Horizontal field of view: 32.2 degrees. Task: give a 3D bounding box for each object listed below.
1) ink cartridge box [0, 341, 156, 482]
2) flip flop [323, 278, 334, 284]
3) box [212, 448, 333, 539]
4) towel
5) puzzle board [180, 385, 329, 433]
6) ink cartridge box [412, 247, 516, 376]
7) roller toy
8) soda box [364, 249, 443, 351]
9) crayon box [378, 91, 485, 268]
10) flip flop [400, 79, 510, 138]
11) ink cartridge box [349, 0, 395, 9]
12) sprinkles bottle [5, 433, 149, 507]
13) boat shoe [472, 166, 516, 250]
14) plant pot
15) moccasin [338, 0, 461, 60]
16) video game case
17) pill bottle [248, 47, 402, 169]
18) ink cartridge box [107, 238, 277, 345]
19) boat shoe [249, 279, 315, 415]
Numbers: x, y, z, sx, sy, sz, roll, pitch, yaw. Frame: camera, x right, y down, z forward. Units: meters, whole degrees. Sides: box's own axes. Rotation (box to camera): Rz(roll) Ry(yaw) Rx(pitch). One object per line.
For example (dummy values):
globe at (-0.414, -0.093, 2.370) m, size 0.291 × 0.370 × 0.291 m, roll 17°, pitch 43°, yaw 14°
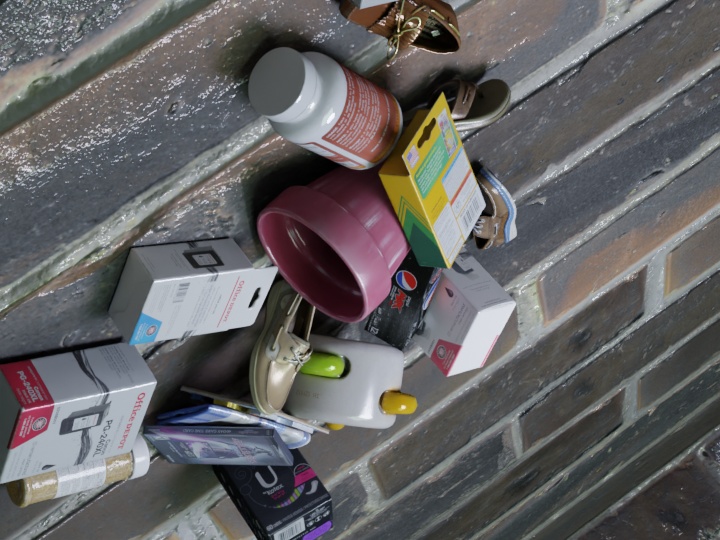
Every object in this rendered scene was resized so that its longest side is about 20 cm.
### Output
ink cartridge box at (-0.387, 0.185, 1.650) m, size 0.200 × 0.083 × 0.145 m, roll -9°, pitch 137°, yaw -40°
flip flop at (0.000, 0.000, 1.828) m, size 0.200 × 0.081 × 0.058 m, roll -22°, pitch 118°, yaw -50°
box at (-0.144, 0.346, 2.015) m, size 0.122 × 0.200 × 0.106 m, roll -28°, pitch 147°, yaw -19°
towel at (-0.192, 0.242, 1.885) m, size 0.200 × 0.024 × 0.147 m, roll 23°, pitch 152°, yaw -38°
puzzle board at (-0.159, 0.216, 1.897) m, size 0.200 × 0.151 × 0.017 m, roll 30°, pitch 73°, yaw -56°
ink cartridge box at (0.125, 0.041, 1.918) m, size 0.085 × 0.200 × 0.146 m, roll -12°, pitch 139°, yaw -37°
roller toy at (-0.028, 0.175, 1.909) m, size 0.200 × 0.182 × 0.140 m, roll 10°, pitch 86°, yaw -23°
soda box at (0.071, 0.022, 1.827) m, size 0.063 × 0.071 × 0.200 m, roll -49°, pitch 164°, yaw -44°
crayon box at (0.091, -0.117, 1.618) m, size 0.126 × 0.052 × 0.200 m, roll -58°, pitch 140°, yaw -33°
flip flop at (0.120, -0.226, 1.696) m, size 0.200 × 0.081 × 0.058 m, roll -19°, pitch 124°, yaw -23°
ink cartridge box at (0.067, -0.393, 1.418) m, size 0.200 × 0.083 × 0.145 m, roll -20°, pitch 144°, yaw -30°
sprinkles bottle at (-0.403, 0.284, 1.787) m, size 0.200 × 0.068 × 0.068 m, roll -10°, pitch 138°, yaw -40°
boat shoe at (0.200, -0.087, 1.961) m, size 0.072 × 0.072 × 0.200 m, roll -35°, pitch 149°, yaw -6°
plant pot at (-0.009, -0.059, 1.678) m, size 0.179 × 0.200 × 0.200 m, roll -44°, pitch 153°, yaw -25°
moccasin at (0.052, -0.301, 1.519) m, size 0.074 × 0.078 × 0.201 m, roll -37°, pitch 154°, yaw 26°
video game case at (-0.213, 0.266, 1.891) m, size 0.200 × 0.019 × 0.143 m, roll 0°, pitch 154°, yaw 10°
pill bottle at (-0.043, -0.200, 1.518) m, size 0.112 × 0.112 × 0.200 m, roll -49°, pitch 148°, yaw 14°
ink cartridge box at (-0.221, 0.025, 1.655) m, size 0.200 × 0.067 × 0.116 m, roll -7°, pitch 136°, yaw -42°
boat shoe at (-0.106, 0.109, 1.783) m, size 0.072 × 0.065 × 0.200 m, roll 31°, pitch 66°, yaw -50°
